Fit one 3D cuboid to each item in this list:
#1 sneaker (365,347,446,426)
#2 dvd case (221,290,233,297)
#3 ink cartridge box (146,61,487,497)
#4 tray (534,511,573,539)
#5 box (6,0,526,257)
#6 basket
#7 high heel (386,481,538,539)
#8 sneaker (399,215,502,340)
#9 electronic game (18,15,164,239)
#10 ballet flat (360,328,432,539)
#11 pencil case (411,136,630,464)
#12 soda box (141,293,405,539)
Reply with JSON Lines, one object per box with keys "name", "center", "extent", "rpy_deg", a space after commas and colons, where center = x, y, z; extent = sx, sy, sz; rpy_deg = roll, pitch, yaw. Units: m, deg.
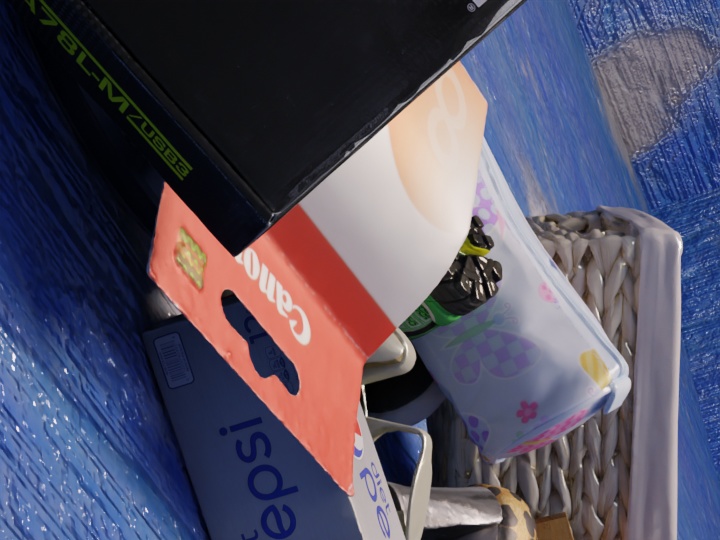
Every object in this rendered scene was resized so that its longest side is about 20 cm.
{"name": "sneaker", "center": [0.000, 0.000, 1.174], "extent": [0.200, 0.071, 0.099], "rpy_deg": [-96, 160, -56]}
{"name": "dvd case", "center": [-0.050, -0.028, 1.086], "extent": [0.146, 0.022, 0.200], "rpy_deg": [51, 23, -60]}
{"name": "ink cartridge box", "center": [-0.010, -0.039, 0.858], "extent": [0.162, 0.050, 0.200], "rpy_deg": [52, 34, -43]}
{"name": "tray", "center": [0.119, 0.240, 1.161], "extent": [0.099, 0.037, 0.200], "rpy_deg": [-98, 174, -70]}
{"name": "box", "center": [-0.037, -0.139, 0.792], "extent": [0.193, 0.200, 0.048], "rpy_deg": [48, -27, 1]}
{"name": "basket", "center": [0.105, 0.068, 1.235], "extent": [0.136, 0.123, 0.200], "rpy_deg": [-133, -138, -80]}
{"name": "high heel", "center": [0.062, 0.197, 1.043], "extent": [0.142, 0.071, 0.200], "rpy_deg": [13, 63, -56]}
{"name": "sneaker", "center": [-0.021, -0.052, 1.044], "extent": [0.200, 0.085, 0.078], "rpy_deg": [59, 29, 7]}
{"name": "electronic game", "center": [-0.091, -0.088, 0.929], "extent": [0.200, 0.042, 0.200], "rpy_deg": [57, 17, -27]}
{"name": "ballet flat", "center": [-0.002, 0.063, 0.987], "extent": [0.074, 0.074, 0.200], "rpy_deg": [25, 56, -74]}
{"name": "pencil case", "center": [0.055, -0.003, 1.104], "extent": [0.200, 0.091, 0.083], "rpy_deg": [61, 12, 9]}
{"name": "soda box", "center": [-0.022, 0.105, 0.907], "extent": [0.068, 0.063, 0.200], "rpy_deg": [-32, 103, -76]}
